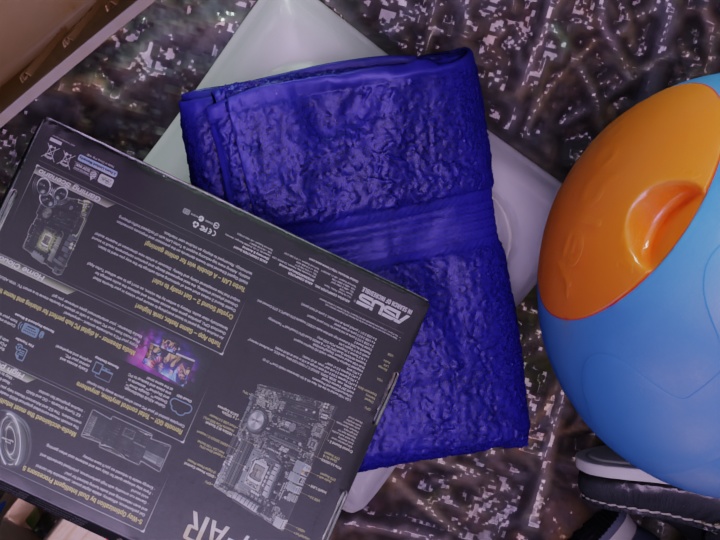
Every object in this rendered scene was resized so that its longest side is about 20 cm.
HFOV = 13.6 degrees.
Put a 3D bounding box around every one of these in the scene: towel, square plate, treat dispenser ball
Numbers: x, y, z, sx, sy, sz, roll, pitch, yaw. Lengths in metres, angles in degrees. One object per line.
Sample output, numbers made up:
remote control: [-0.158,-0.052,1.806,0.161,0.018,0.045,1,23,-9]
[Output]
towel: [0.000,0.000,1.444,0.147,0.050,0.201,-10,97,-6]
square plate: [-0.020,-0.008,1.491,0.198,0.028,0.200,36,98,-11]
treat dispenser ball: [0.183,0.007,1.415,0.200,0.201,0.202,-1,103,-3]

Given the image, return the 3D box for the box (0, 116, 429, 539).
box: [-0.090,0.045,1.375,0.199,0.044,0.161,25,79,-8]

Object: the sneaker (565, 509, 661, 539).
sneaker: [0.092,0.216,1.526,0.082,0.070,0.200,41,99,-7]

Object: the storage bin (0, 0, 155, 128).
storage bin: [-0.191,-0.177,1.372,0.200,0.094,0.199,-36,104,31]

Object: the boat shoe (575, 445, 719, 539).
boat shoe: [0.200,0.126,1.502,0.199,0.076,0.061,8,100,-10]

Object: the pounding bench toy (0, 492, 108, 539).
pounding bench toy: [-0.151,0.125,1.465,0.200,0.124,0.156,38,99,-10]
